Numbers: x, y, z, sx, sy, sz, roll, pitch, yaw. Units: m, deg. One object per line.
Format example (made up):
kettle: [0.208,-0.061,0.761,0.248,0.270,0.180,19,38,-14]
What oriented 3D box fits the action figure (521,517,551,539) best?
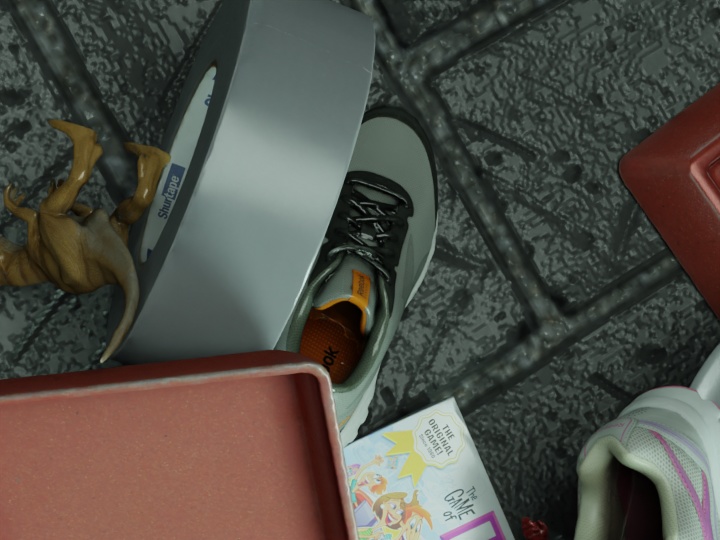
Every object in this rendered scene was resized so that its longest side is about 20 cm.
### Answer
action figure: [0.112,0.157,1.278,0.099,0.065,0.200,62,37,-19]

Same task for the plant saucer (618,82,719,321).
plant saucer: [0.275,-0.035,1.401,0.199,0.037,0.201,-36,93,-17]

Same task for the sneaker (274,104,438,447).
sneaker: [0.000,0.000,1.289,0.073,0.079,0.201,19,63,-6]

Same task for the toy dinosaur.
toy dinosaur: [-0.127,-0.013,1.211,0.060,0.200,0.107,18,86,-30]

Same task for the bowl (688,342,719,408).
bowl: [0.250,0.118,1.297,0.200,0.090,0.203,-12,109,-39]

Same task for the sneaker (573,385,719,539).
sneaker: [0.144,0.158,1.211,0.088,0.081,0.202,-3,74,-52]

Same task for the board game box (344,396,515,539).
board game box: [0.026,0.184,1.301,0.134,0.034,0.201,-23,89,-17]

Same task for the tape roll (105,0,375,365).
tape roll: [-0.060,-0.041,1.224,0.066,0.200,0.202,19,77,-11]

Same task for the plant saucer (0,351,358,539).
plant saucer: [-0.101,0.113,1.189,0.198,0.201,0.037,-6,43,4]
